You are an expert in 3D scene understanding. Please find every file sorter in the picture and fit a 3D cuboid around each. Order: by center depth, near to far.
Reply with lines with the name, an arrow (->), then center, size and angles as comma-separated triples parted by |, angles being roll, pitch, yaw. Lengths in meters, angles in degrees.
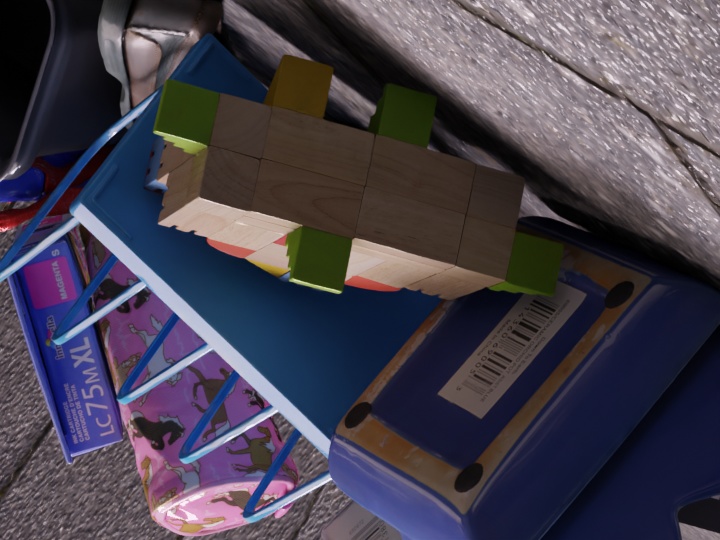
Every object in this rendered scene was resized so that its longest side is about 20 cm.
file sorter -> -0.071, 0.012, 1.546 | 0.200, 0.139, 0.123 | 45, 138, -13

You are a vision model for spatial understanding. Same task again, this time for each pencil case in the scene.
pencil case -> -0.094, 0.049, 1.661 | 0.083, 0.086, 0.200 | 33, -142, -60

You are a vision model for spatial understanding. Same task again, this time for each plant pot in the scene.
plant pot -> 0.115, 0.094, 1.431 | 0.180, 0.200, 0.200 | 45, 172, -27

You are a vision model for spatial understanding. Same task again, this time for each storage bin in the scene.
storage bin -> -0.203, -0.149, 1.710 | 0.200, 0.146, 0.134 | 32, -158, 32

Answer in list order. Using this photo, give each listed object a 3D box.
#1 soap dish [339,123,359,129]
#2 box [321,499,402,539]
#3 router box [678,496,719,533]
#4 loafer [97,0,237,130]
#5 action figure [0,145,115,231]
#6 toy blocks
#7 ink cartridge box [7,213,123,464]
soap dish -> 0.000, 0.000, 1.729 | 0.200, 0.081, 0.157 | 52, 172, -11
box -> 0.086, 0.173, 1.627 | 0.200, 0.078, 0.095 | 18, -139, -36
router box -> 0.168, 0.110, 1.708 | 0.199, 0.052, 0.157 | 16, 180, -11
loafer -> -0.095, -0.110, 1.624 | 0.063, 0.072, 0.200 | 16, 169, 9
action figure -> -0.198, -0.052, 1.711 | 0.199, 0.052, 0.065 | 4, -156, -11
toy blocks -> -0.019, -0.029, 1.421 | 0.199, 0.100, 0.137 | 15, 168, -15
ink cartridge box -> -0.167, 0.036, 1.714 | 0.200, 0.042, 0.120 | -109, 4, -83
